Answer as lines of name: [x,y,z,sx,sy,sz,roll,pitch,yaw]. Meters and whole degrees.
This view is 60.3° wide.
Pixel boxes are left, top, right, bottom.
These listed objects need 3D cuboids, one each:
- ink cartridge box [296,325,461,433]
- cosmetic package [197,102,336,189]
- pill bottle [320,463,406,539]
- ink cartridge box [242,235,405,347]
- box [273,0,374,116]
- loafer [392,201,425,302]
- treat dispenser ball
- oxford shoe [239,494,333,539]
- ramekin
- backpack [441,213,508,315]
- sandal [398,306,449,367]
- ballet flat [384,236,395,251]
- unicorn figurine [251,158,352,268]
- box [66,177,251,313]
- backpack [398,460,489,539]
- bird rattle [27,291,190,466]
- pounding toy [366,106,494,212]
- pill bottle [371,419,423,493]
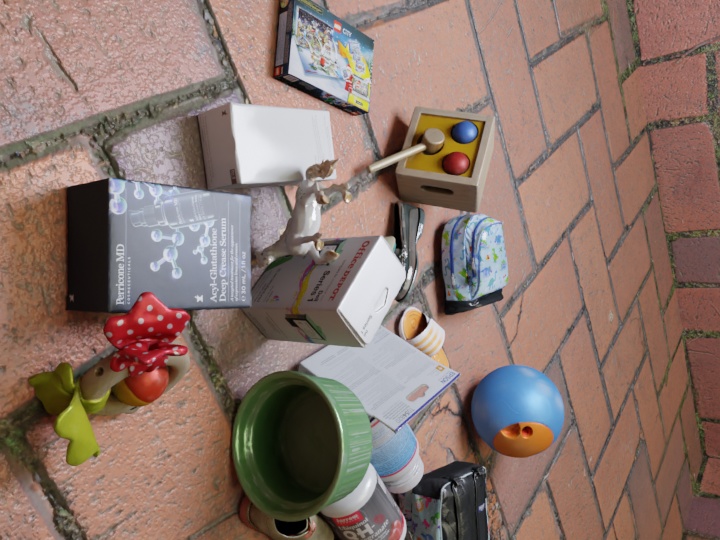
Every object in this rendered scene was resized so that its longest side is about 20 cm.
ink cartridge box: [0.032,0.176,1.019,0.199,0.200,0.041,-26,137,-46]
cosmetic package: [-0.133,-0.182,0.922,0.199,0.081,0.114,-10,96,-48]
pill bottle: [-0.009,0.379,1.023,0.111,0.110,0.201,-51,125,-37]
ink cartridge box: [-0.054,0.028,0.914,0.084,0.199,0.145,55,50,-34]
box: [-0.056,-0.360,1.049,0.200,0.038,0.137,11,80,-49]
loafer: [0.073,-0.039,1.180,0.063,0.072,0.201,24,62,-25]
treat dispenser ball: [0.346,0.310,1.372,0.200,0.200,0.202,2,87,-49]
oxford shoe: [-0.096,0.397,0.947,0.200,0.075,0.071,41,59,-41]
ramekin: [-0.079,0.244,0.886,0.098,0.199,0.201,13,79,-56]
backpack: [0.242,-0.022,1.326,0.163,0.153,0.201,-11,84,-42]
sandal: [0.148,0.149,1.255,0.207,0.059,0.079,53,51,-34]
ballet flat: [0.000,0.000,1.087,0.070,0.069,0.201,52,52,-35]
unicorn figurine: [-0.084,-0.062,0.890,0.074,0.137,0.201,33,79,-39]
box: [-0.243,-0.026,0.766,0.199,0.107,0.149,0,89,-49]
backpack: [0.166,0.485,1.194,0.177,0.150,0.201,-3,84,-47]
bird rattle: [-0.265,0.112,0.707,0.200,0.113,0.163,-44,161,2]
pounding toy: [0.138,-0.214,1.175,0.142,0.199,0.185,69,36,-64]
pill bottle: [0.036,0.294,1.080,0.109,0.108,0.201,-52,126,-37]
